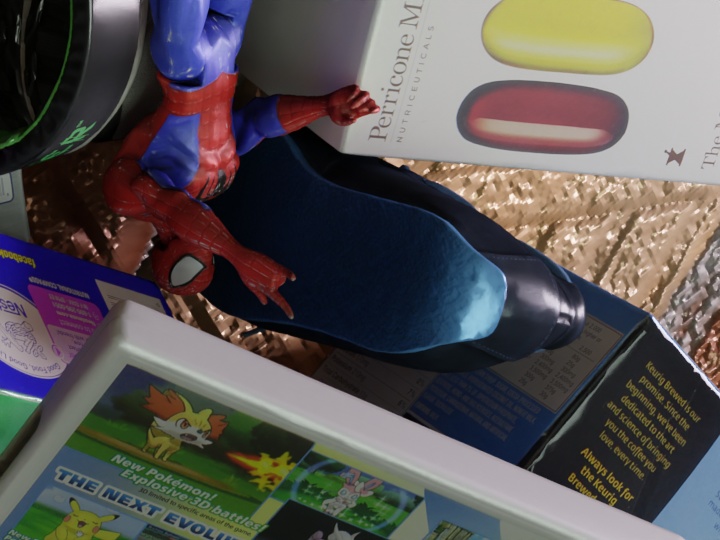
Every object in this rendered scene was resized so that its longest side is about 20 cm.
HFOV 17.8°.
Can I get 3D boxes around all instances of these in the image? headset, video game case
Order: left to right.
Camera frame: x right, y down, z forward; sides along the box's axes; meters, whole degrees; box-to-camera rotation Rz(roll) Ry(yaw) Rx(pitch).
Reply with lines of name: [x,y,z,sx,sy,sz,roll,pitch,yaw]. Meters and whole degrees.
headset: [-0.141,-0.125,0.705,0.094,0.123,0.200,-21,95,-50]
video game case: [-0.030,0.106,0.720,0.200,0.022,0.182,25,129,-21]

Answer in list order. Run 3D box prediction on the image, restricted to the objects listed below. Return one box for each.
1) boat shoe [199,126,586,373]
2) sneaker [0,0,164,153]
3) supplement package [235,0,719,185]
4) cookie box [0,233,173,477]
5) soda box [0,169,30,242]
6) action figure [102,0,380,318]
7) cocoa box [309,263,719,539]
boat shoe: [0.000,0.000,0.795,0.069,0.200,0.084,13,103,-34]
sneaker: [-0.074,-0.137,0.774,0.079,0.074,0.200,-7,117,-53]
supplement package: [0.066,-0.104,0.838,0.200,0.110,0.114,2,113,-31]
cookie box: [-0.170,0.073,0.741,0.200,0.075,0.171,-37,154,19]
soda box: [-0.212,0.000,0.755,0.200,0.068,0.063,-16,123,-22]
action figure: [-0.032,-0.069,0.729,0.065,0.099,0.200,-30,139,-46]
cocoa box: [0.081,0.099,0.849,0.131,0.133,0.200,-49,124,-7]
